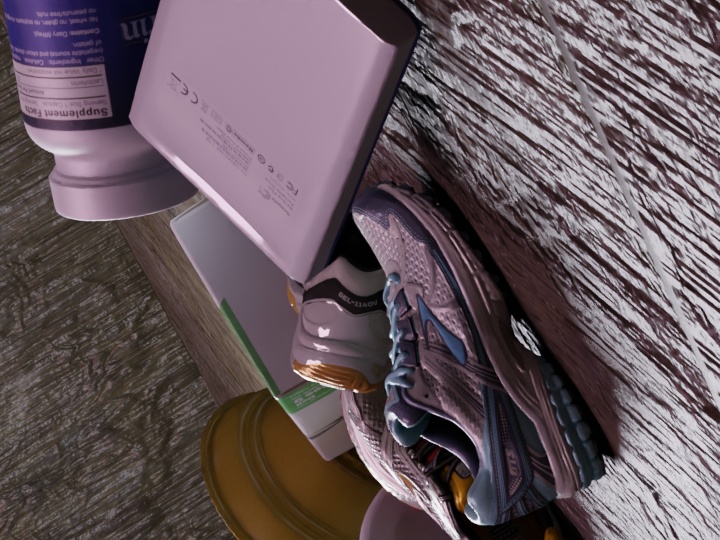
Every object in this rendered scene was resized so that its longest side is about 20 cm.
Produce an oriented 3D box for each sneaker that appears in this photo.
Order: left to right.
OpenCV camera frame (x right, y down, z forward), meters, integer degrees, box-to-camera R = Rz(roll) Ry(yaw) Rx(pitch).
[{"bbox_3d":[0.000,0.000,1.724,0.200,0.075,0.088,-100,23,-70],"label":"sneaker"},{"bbox_3d":[0.042,0.043,1.493,0.200,0.086,0.078,56,171,20],"label":"sneaker"},{"bbox_3d":[0.063,0.120,1.752,0.200,0.078,0.082,46,165,19],"label":"sneaker"}]

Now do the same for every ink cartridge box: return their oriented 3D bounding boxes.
[{"bbox_3d":[-0.040,0.032,1.922,0.146,0.084,0.200,58,179,19],"label":"ink cartridge box"}]

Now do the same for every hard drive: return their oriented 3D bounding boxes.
[{"bbox_3d":[-0.046,-0.095,1.396,0.132,0.025,0.200,43,147,14],"label":"hard drive"}]

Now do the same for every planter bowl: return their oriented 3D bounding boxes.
[{"bbox_3d":[-0.008,0.138,2.055,0.201,0.200,0.084,55,128,25],"label":"planter bowl"}]

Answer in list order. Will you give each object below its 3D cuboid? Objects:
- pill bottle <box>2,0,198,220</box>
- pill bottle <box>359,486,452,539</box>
[{"bbox_3d":[-0.161,-0.139,1.793,0.116,0.115,0.201,-138,38,-66],"label":"pill bottle"},{"bbox_3d":[0.064,0.210,1.901,0.114,0.114,0.200,56,171,23],"label":"pill bottle"}]
